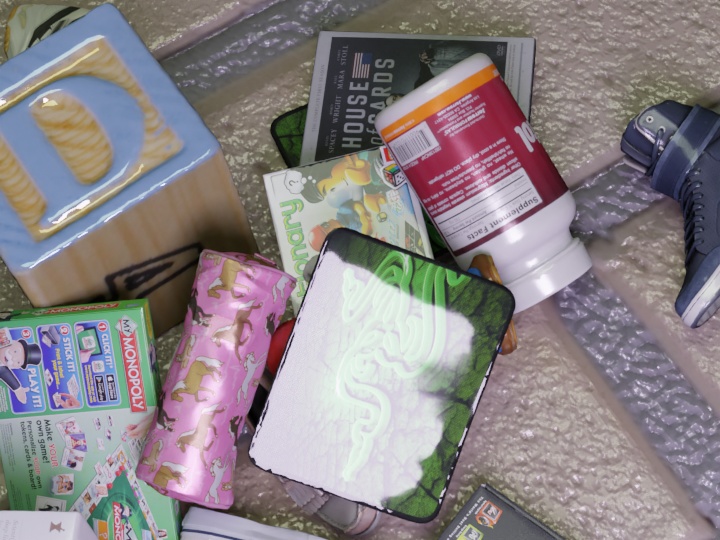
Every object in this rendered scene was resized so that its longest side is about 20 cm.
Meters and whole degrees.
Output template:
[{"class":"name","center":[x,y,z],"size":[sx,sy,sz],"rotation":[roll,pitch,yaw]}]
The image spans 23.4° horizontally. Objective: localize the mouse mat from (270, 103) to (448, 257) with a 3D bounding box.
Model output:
[{"class":"mouse mat","center":[0.024,-0.089,1.551],"size":[0.161,0.008,0.200],"rotation":[-23,62,-5]}]

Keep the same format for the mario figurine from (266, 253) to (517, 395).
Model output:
[{"class":"mario figurine","center":[0.020,0.047,1.404],"size":[0.200,0.106,0.124],"rotation":[-14,60,1]}]

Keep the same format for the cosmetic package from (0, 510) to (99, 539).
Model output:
[{"class":"cosmetic package","center":[-0.225,0.258,1.293],"size":[0.074,0.200,0.102],"rotation":[0,61,8]}]

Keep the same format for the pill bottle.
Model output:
[{"class":"pill bottle","center":[0.107,-0.070,1.442],"size":[0.113,0.113,0.200],"rotation":[-32,93,-10]}]

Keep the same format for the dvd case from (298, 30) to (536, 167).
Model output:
[{"class":"dvd case","center":[0.052,-0.145,1.550],"size":[0.200,0.025,0.151],"rotation":[3,63,8]}]

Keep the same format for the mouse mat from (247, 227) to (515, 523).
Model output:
[{"class":"mouse mat","center":[0.017,0.083,1.347],"size":[0.161,0.008,0.200],"rotation":[20,91,-8]}]

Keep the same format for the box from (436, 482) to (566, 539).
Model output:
[{"class":"box","center":[0.097,0.286,1.320],"size":[0.161,0.049,0.200],"rotation":[35,72,21]}]

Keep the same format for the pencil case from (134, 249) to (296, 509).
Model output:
[{"class":"pencil case","center":[-0.111,0.081,1.348],"size":[0.083,0.087,0.200],"rotation":[17,88,-19]}]

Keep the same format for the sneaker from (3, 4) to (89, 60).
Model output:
[{"class":"sneaker","center":[-0.287,-0.168,1.605],"size":[0.088,0.076,0.200],"rotation":[-2,62,7]}]

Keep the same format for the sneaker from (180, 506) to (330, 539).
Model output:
[{"class":"sneaker","center":[-0.058,0.239,1.353],"size":[0.200,0.073,0.071],"rotation":[8,75,32]}]

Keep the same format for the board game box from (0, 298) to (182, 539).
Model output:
[{"class":"board game box","center":[-0.223,0.127,1.389],"size":[0.134,0.029,0.200],"rotation":[-5,105,4]}]

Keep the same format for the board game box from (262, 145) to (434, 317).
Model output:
[{"class":"board game box","center":[0.000,0.000,1.471],"size":[0.126,0.035,0.200],"rotation":[-14,75,0]}]

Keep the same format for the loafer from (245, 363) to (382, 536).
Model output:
[{"class":"loafer","center":[-0.059,0.135,1.404],"size":[0.072,0.063,0.200],"rotation":[-51,58,22]}]

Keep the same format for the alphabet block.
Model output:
[{"class":"alphabet block","center":[-0.224,-0.064,1.469],"size":[0.196,0.200,0.195],"rotation":[-32,63,-9]}]

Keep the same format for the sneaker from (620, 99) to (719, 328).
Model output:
[{"class":"sneaker","center":[0.270,-0.055,1.457],"size":[0.146,0.077,0.202],"rotation":[29,59,9]}]
